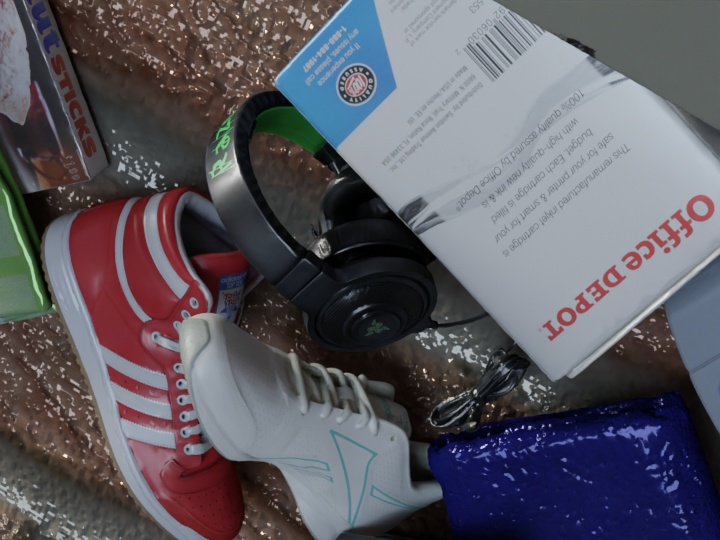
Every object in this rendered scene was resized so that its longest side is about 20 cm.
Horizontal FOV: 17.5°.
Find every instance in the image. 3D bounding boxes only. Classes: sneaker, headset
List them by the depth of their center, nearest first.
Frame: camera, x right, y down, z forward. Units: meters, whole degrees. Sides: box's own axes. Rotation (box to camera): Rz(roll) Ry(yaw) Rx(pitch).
[{"bbox_3d":[0.000,0.000,1.153,0.200,0.124,0.094,38,123,-16],"label":"headset"},{"bbox_3d":[-0.023,0.072,1.193,0.080,0.071,0.200,-23,140,20],"label":"sneaker"},{"bbox_3d":[-0.085,0.051,1.242,0.112,0.071,0.201,-17,102,34],"label":"sneaker"}]

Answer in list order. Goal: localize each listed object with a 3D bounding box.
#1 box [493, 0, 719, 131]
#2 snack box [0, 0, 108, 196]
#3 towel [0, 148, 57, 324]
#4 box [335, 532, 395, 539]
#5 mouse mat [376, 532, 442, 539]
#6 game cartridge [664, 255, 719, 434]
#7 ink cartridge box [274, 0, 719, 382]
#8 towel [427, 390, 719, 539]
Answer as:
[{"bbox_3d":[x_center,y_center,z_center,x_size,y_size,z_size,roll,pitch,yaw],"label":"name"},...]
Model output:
[{"bbox_3d":[0.124,-0.131,0.989,0.199,0.083,0.068,26,135,-38],"label":"box"},{"bbox_3d":[-0.199,-0.137,1.236,0.071,0.024,0.201,-10,109,30],"label":"snack box"},{"bbox_3d":[-0.266,-0.027,1.300,0.199,0.031,0.150,-10,109,37],"label":"towel"},{"bbox_3d":[0.009,0.273,1.167,0.123,0.196,0.201,5,127,46],"label":"box"},{"bbox_3d":[0.080,0.221,1.281,0.199,0.008,0.162,5,115,24],"label":"mouse mat"},{"bbox_3d":[0.239,0.063,1.117,0.133,0.042,0.200,-34,96,29],"label":"game cartridge"},{"bbox_3d":[0.083,-0.073,1.097,0.200,0.086,0.146,46,124,-2],"label":"ink cartridge box"},{"bbox_3d":[0.129,0.161,1.202,0.147,0.050,0.201,-11,109,25],"label":"towel"}]
